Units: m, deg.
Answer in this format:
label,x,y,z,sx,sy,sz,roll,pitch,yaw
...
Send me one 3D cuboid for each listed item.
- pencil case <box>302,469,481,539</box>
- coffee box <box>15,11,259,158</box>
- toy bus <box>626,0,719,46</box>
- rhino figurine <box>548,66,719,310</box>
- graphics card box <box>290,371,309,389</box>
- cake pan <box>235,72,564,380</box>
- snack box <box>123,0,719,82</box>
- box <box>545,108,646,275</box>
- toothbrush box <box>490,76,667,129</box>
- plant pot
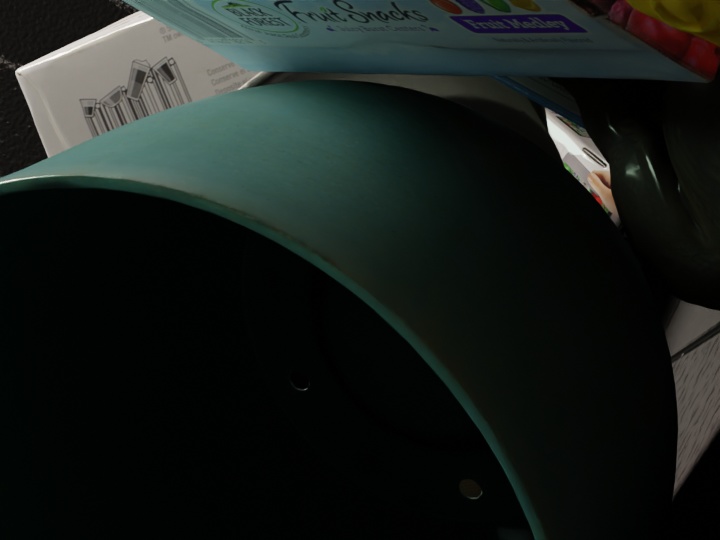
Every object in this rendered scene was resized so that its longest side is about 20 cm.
label,x,y,z,sx,sy,sz,roll,pitch,yaw
pencil case,0.002,0.116,0.736,0.083,0.086,0.200,51,-124,-42
coffee box,-0.014,-0.053,1.202,0.199,0.201,0.198,-19,9,17
toy bus,0.111,-0.112,0.390,0.200,0.135,0.192,-60,-17,-18
rhino figurine,0.106,-0.066,0.551,0.060,0.088,0.200,-13,-30,-31
graphics card box,0.012,0.077,0.885,0.126,0.051,0.200,50,120,48
cake pan,0.000,0.000,0.938,0.200,0.037,0.201,-23,-45,-25
snack box,0.029,-0.117,0.567,0.200,0.053,0.143,10,76,59
box,0.046,0.024,1.055,0.035,0.110,0.200,7,-62,-46
toothbrush box,0.079,-0.088,0.744,0.085,0.146,0.200,-61,-2,7
plant pot,-0.011,0.044,0.620,0.161,0.200,0.201,-40,-19,-55
